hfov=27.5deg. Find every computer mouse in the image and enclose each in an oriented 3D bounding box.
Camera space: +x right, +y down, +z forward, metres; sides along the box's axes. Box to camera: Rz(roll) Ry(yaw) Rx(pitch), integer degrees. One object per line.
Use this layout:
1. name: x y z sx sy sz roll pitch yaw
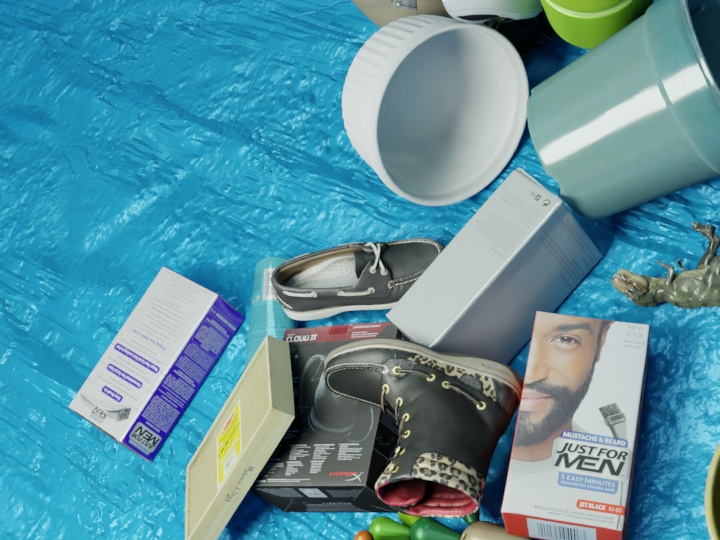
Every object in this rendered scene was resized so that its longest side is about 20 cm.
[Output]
1. computer mouse: 0.168 -0.295 1.538 0.044 0.199 0.111 1 100 53

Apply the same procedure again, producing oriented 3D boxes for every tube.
1. tube: -0.098 0.084 1.638 0.077 0.050 0.202 -13 58 27

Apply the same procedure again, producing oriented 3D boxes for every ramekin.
1. ramekin: 0.073 -0.180 1.594 0.201 0.200 0.105 -50 37 -4

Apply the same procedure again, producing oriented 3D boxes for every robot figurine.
1. robot figurine: 0.231 -0.292 1.462 0.174 0.200 0.117 2 80 16

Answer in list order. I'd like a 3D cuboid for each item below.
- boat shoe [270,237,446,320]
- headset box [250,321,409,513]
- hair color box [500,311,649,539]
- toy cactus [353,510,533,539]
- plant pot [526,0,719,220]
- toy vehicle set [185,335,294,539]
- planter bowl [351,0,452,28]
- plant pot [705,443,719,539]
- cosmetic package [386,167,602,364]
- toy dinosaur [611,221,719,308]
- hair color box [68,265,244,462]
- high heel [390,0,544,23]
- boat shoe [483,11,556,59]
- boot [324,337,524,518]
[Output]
1. boat shoe: 0.000 0.000 1.594 0.198 0.060 0.074 -11 53 14
2. headset box: -0.019 0.142 1.519 0.148 0.077 0.202 -6 57 32
3. hair color box: 0.200 0.145 1.352 0.110 0.064 0.202 6 62 13
4. toy cactus: 0.081 0.244 1.382 0.163 0.103 0.201 6 55 26
5. plant pot: 0.280 -0.155 1.440 0.195 0.200 0.202 -25 49 28
6. toy vehicle set: -0.127 0.179 1.522 0.201 0.026 0.125 -58 21 27
7. planter bowl: 0.091 -0.340 1.712 0.199 0.135 0.201 -26 37 21
8. plant pot: 0.386 0.197 1.143 0.198 0.142 0.202 -18 52 24
9. cosmetic package: 0.135 0.015 1.474 0.200 0.113 0.081 -46 45 -3
10. toy dinosaur: 0.338 -0.001 1.388 0.198 0.047 0.089 6 79 37
11. hair color box: -0.236 0.107 1.705 0.109 0.065 0.201 24 75 42
12. high heel: 0.136 -0.339 1.559 0.198 0.144 0.072 0 40 -13
13. boat shoe: 0.206 -0.294 1.655 0.199 0.075 0.066 -44 34 -10
14. boot: 0.043 0.146 1.375 0.198 0.074 0.151 9 49 15
